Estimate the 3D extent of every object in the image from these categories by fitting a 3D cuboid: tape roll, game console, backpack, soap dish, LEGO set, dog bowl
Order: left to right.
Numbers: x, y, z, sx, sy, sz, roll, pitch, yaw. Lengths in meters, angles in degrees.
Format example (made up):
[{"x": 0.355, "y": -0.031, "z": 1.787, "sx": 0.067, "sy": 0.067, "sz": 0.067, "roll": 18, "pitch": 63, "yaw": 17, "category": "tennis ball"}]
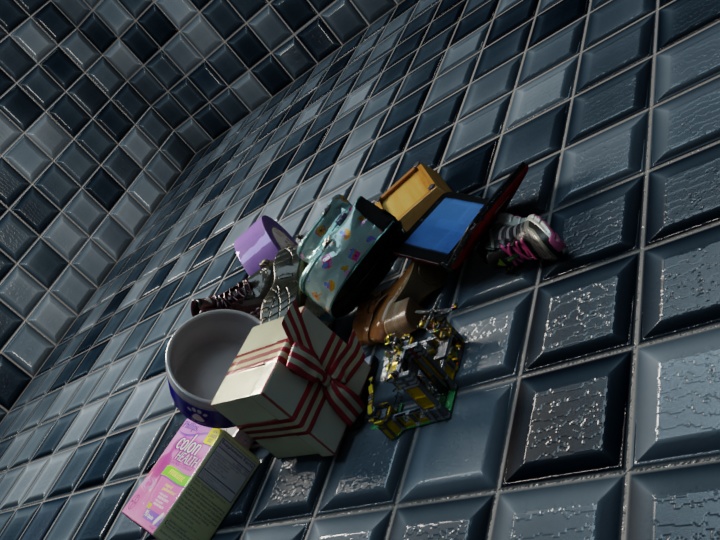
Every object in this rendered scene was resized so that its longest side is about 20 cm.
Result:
[{"x": -0.241, "y": 0.171, "z": 1.312, "sx": 0.080, "sy": 0.195, "sz": 0.202, "roll": 99, "pitch": -171, "yaw": -46, "category": "dog bowl"}, {"x": -0.178, "y": -0.015, "z": 1.622, "sx": 0.085, "sy": 0.200, "sz": 0.201, "roll": -39, "pitch": 24, "yaw": 9, "category": "tape roll"}, {"x": -0.027, "y": -0.023, "z": 1.320, "sx": 0.203, "sy": 0.151, "sz": 0.176, "roll": -59, "pitch": -12, "yaw": -2, "category": "backpack"}, {"x": 0.066, "y": 0.133, "z": 1.087, "sx": 0.152, "sy": 0.116, "sz": 0.202, "roll": -18, "pitch": 35, "yaw": 46, "category": "LEGO set"}, {"x": 0.107, "y": -0.125, "z": 1.481, "sx": 0.157, "sy": 0.081, "sz": 0.201, "roll": -40, "pitch": 23, "yaw": 10, "category": "soap dish"}, {"x": 0.165, "y": -0.103, "z": 1.243, "sx": 0.200, "sy": 0.118, "sz": 0.174, "roll": -46, "pitch": -13, "yaw": -36, "category": "game console"}]

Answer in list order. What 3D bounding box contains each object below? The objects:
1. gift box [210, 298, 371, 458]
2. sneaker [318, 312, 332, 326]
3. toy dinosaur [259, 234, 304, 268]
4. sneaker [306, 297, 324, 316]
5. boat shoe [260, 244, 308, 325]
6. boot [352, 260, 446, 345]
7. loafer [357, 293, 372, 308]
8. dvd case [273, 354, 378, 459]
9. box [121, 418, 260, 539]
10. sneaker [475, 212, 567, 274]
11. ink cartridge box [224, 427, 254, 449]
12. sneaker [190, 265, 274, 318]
[{"x": -0.103, "y": 0.166, "z": 1.185, "sx": 0.185, "sy": 0.184, "sz": 0.203, "roll": -19, "pitch": 41, "yaw": 48, "category": "gift box"}, {"x": -0.141, "y": 0.110, "z": 1.524, "sx": 0.195, "sy": 0.082, "sz": 0.077, "roll": -8, "pitch": 38, "yaw": 24, "category": "sneaker"}, {"x": -0.101, "y": -0.020, "z": 1.501, "sx": 0.048, "sy": 0.195, "sz": 0.090, "roll": -92, "pitch": 13, "yaw": -79, "category": "toy dinosaur"}, {"x": -0.142, "y": 0.049, "z": 1.473, "sx": 0.195, "sy": 0.071, "sz": 0.101, "roll": -15, "pitch": 35, "yaw": 12, "category": "sneaker"}, {"x": -0.125, "y": 0.049, "z": 1.355, "sx": 0.074, "sy": 0.074, "sz": 0.204, "roll": -6, "pitch": 52, "yaw": 22, "category": "boat shoe"}, {"x": 0.066, "y": 0.044, "z": 1.306, "sx": 0.154, "sy": 0.076, "sz": 0.203, "roll": -24, "pitch": 37, "yaw": 47, "category": "boot"}, {"x": 0.000, "y": 0.000, "z": 1.473, "sx": 0.062, "sy": 0.072, "sz": 0.201, "roll": -31, "pitch": 26, "yaw": 11, "category": "loafer"}, {"x": -0.059, "y": 0.231, "z": 1.259, "sx": 0.198, "sy": 0.018, "sz": 0.144, "roll": -29, "pitch": 28, "yaw": 33, "category": "dvd case"}, {"x": -0.300, "y": 0.381, "z": 1.314, "sx": 0.174, "sy": 0.097, "sz": 0.202, "roll": -5, "pitch": 45, "yaw": 56, "category": "box"}, {"x": 0.238, "y": -0.033, "z": 1.134, "sx": 0.088, "sy": 0.074, "sz": 0.200, "roll": -46, "pitch": 19, "yaw": -6, "category": "sneaker"}, {"x": -0.194, "y": 0.243, "z": 1.427, "sx": 0.093, "sy": 0.044, "sz": 0.202, "roll": -3, "pitch": 47, "yaw": 55, "category": "ink cartridge box"}, {"x": -0.244, "y": 0.059, "z": 1.391, "sx": 0.201, "sy": 0.115, "sz": 0.076, "roll": -48, "pitch": 47, "yaw": 12, "category": "sneaker"}]
